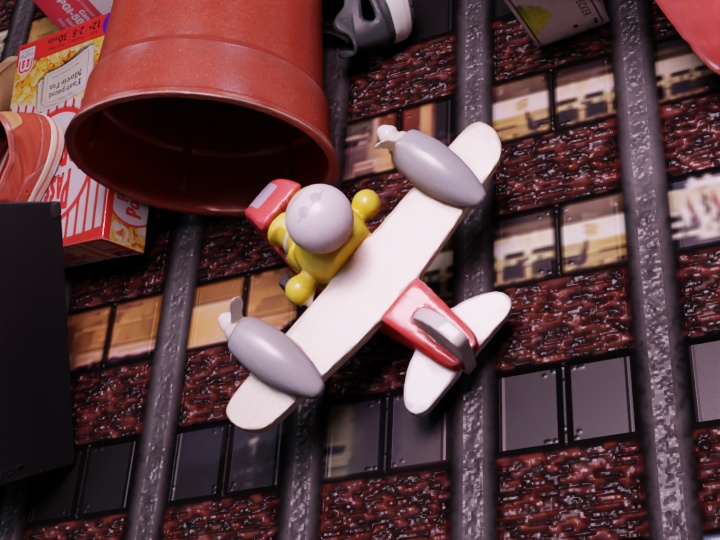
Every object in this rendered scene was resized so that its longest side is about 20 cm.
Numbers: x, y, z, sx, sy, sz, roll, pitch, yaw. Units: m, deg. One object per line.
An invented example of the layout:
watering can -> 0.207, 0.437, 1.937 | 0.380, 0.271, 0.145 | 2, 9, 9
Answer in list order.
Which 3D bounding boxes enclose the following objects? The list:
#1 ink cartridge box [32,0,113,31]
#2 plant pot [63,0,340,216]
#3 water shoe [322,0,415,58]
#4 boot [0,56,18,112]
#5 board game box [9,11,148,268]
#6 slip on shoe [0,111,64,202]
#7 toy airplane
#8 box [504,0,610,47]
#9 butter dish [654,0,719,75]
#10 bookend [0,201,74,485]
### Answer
ink cartridge box -> -0.224, -0.334, 1.233 | 0.199, 0.083, 0.148 | -24, 51, 14
plant pot -> -0.108, -0.170, 0.956 | 0.199, 0.201, 0.197 | -7, 67, 26
water shoe -> -0.032, -0.251, 1.064 | 0.079, 0.072, 0.200 | -26, 48, -15
boot -> -0.350, -0.083, 1.114 | 0.176, 0.066, 0.200 | -61, 6, 23
board game box -> -0.234, -0.105, 1.059 | 0.151, 0.046, 0.202 | -10, 69, 38
slip on shoe -> -0.306, -0.038, 1.026 | 0.074, 0.061, 0.201 | 29, 97, 40
toy airplane -> 0.000, 0.000, 0.841 | 0.198, 0.141, 0.201 | -13, 53, 21
box -> 0.120, -0.281, 0.937 | 0.060, 0.117, 0.201 | -18, 76, 18
butter dish -> 0.258, -0.253, 0.873 | 0.199, 0.148, 0.200 | -36, 89, 1
bookend -> -0.324, 0.052, 0.958 | 0.197, 0.092, 0.202 | 0, 93, 28
